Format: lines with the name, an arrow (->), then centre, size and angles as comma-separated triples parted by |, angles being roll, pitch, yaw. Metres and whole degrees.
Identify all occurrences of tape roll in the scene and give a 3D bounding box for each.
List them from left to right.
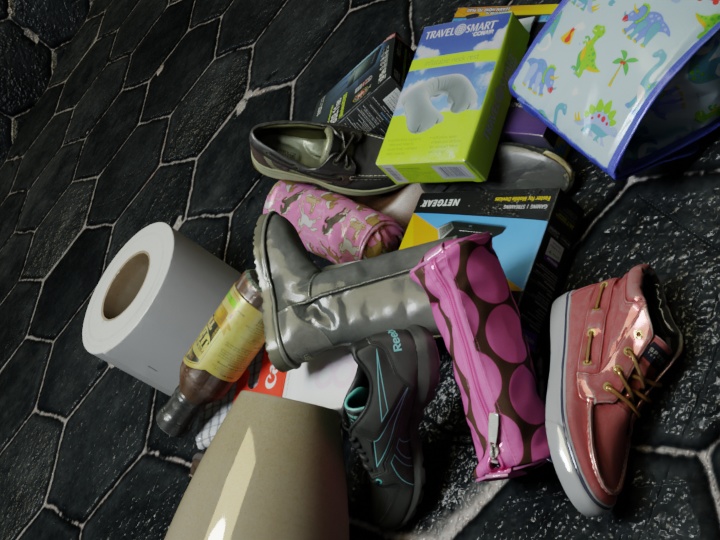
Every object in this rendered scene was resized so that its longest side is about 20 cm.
tape roll -> -0.271, 0.054, 1.280 | 0.201, 0.139, 0.205 | -32, 39, 30

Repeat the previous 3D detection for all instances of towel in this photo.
towel -> -0.095, 0.111, 1.061 | 0.164, 0.085, 0.203 | -22, 50, 29

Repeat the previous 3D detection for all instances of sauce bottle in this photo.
sauce bottle -> -0.153, 0.094, 0.996 | 0.201, 0.064, 0.065 | -54, 33, 12

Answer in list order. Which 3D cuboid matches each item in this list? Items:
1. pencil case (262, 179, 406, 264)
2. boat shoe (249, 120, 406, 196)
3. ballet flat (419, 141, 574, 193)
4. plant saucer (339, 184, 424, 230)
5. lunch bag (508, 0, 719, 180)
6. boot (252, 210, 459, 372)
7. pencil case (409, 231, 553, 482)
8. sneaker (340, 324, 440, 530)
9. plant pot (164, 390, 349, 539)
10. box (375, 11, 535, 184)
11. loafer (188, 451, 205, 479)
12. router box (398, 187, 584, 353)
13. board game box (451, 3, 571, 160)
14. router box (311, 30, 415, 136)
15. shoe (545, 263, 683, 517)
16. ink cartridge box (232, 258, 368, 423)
pencil case -> -0.033, -0.046, 1.083 | 0.199, 0.082, 0.088 | 27, 100, 43
boat shoe -> -0.034, -0.133, 1.057 | 0.197, 0.066, 0.073 | 7, 77, 8
ballet flat -> 0.144, -0.104, 0.976 | 0.198, 0.056, 0.068 | 7, 109, 48
plant saucer -> 0.036, -0.115, 1.136 | 0.199, 0.036, 0.203 | -32, 41, 32
lunch bag -> 0.252, -0.191, 0.834 | 0.200, 0.127, 0.170 | -41, 45, 3
boot -> 0.001, 0.000, 0.888 | 0.197, 0.072, 0.185 | -20, 67, 19
pencil case -> 0.101, 0.070, 0.764 | 0.090, 0.093, 0.203 | -27, 77, 37
sneaker -> 0.017, 0.143, 0.832 | 0.075, 0.078, 0.203 | -138, 49, -61
plant pot -> -0.082, 0.216, 0.824 | 0.186, 0.186, 0.203 | 0, 74, 51
box -> 0.102, -0.190, 0.977 | 0.121, 0.048, 0.203 | 3, 66, 42
loafer -> -0.141, 0.259, 0.999 | 0.199, 0.073, 0.072 | 20, 78, 56
router box -> 0.114, -0.004, 0.925 | 0.199, 0.051, 0.151 | 3, 66, 53
board game box -> 0.161, -0.209, 1.013 | 0.198, 0.057, 0.167 | 12, 70, 44
router box -> 0.007, -0.210, 1.177 | 0.149, 0.062, 0.201 | -39, 20, 22
shoe -> 0.201, 0.087, 0.722 | 0.090, 0.071, 0.202 | -30, 38, 37
ink cartridge box -> -0.059, 0.080, 0.958 | 0.197, 0.057, 0.165 | -8, 58, 28
